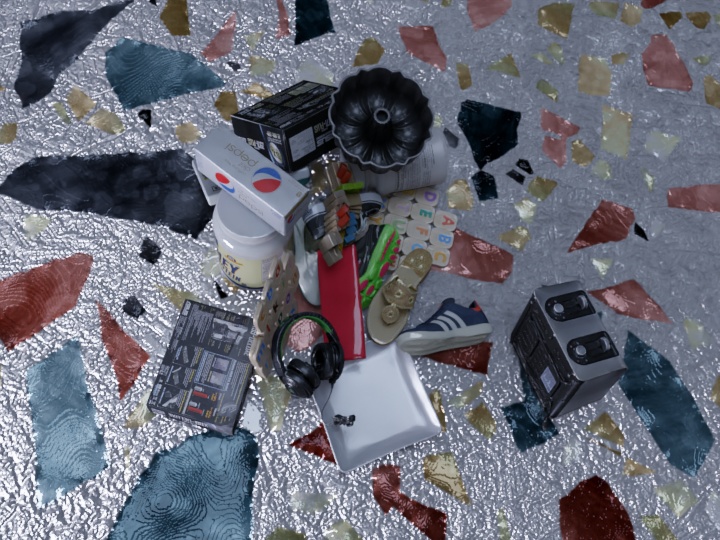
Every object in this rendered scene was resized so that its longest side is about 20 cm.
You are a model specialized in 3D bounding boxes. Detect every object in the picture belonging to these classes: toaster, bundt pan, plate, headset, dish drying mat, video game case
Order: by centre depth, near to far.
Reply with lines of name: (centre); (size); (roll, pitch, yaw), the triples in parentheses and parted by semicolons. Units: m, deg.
headset: (-0.070, 0.168, 1.264); (0.122, 0.093, 0.204); (-27, 99, -32)
toaster: (0.358, 0.146, 1.331); (0.116, 0.202, 0.184); (-13, 59, -15)
plate: (0.019, 0.229, 1.332); (0.195, 0.032, 0.204); (-18, 68, -15)
dish drying mat: (-0.034, 0.059, 1.349); (0.075, 0.018, 0.206); (-9, 77, 14)
bundt pan: (0.034, -0.268, 1.392); (0.196, 0.076, 0.208); (2, 73, -7)
video game case: (-0.214, -0.196, 1.454); (0.195, 0.023, 0.183); (-18, 34, -13)

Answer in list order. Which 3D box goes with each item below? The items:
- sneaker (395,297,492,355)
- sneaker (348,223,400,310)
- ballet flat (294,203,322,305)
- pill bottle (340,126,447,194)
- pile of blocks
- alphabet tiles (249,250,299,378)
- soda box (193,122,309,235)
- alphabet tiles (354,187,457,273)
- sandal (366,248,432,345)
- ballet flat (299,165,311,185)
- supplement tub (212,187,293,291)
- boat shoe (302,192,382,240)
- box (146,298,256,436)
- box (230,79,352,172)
sneaker: (0.144, 0.097, 1.377); (0.195, 0.075, 0.086); (-4, 62, -29)
sneaker: (0.000, 0.000, 1.418); (0.083, 0.077, 0.202); (22, 72, 41)
ballet flat: (-0.089, -0.038, 1.416); (0.067, 0.070, 0.205); (-6, 65, -9)
pill bottle: (0.063, -0.211, 1.480); (0.195, 0.115, 0.117); (-11, 67, -10)
pile of blocks: (-0.025, -0.108, 1.342); (0.080, 0.062, 0.205); (15, 66, -26)
alphabet tiles: (-0.145, 0.074, 1.294); (0.014, 0.197, 0.204); (11, 64, 11)
soda box: (-0.179, -0.151, 1.244); (0.198, 0.064, 0.068); (37, 66, 11)
alphabet tiles: (0.091, -0.084, 1.493); (0.191, 0.015, 0.204); (16, 64, 1)
sandal: (0.074, 0.031, 1.382); (0.076, 0.070, 0.214); (27, 61, 11)
ballet flat: (-0.191, -0.167, 1.484); (0.196, 0.069, 0.063); (-20, 41, -18)
supplement tub: (-0.189, -0.066, 1.350); (0.141, 0.201, 0.149); (2, 64, -5)
boat shoe: (-0.022, -0.097, 1.419); (0.197, 0.073, 0.069); (-14, 74, -50)
box: (-0.265, 0.166, 1.320); (0.154, 0.050, 0.204); (15, 65, 0)
box: (-0.122, -0.283, 1.460); (0.162, 0.088, 0.199); (22, 44, 39)
